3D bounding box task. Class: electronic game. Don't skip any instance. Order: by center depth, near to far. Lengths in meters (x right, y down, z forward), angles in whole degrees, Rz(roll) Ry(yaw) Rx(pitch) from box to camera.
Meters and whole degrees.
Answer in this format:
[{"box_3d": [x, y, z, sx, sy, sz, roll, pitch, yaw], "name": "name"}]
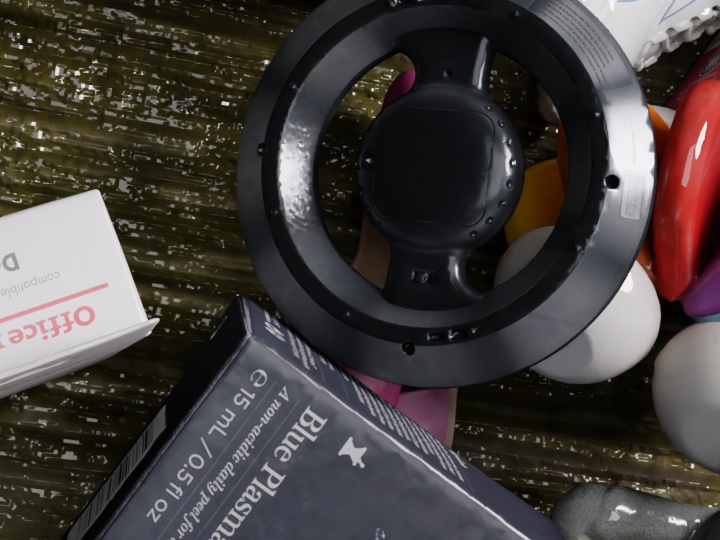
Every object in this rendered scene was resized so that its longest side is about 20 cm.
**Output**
[{"box_3d": [0.037, -0.046, 0.839, 0.199, 0.042, 0.201, -2, 84, 17], "name": "electronic game"}]

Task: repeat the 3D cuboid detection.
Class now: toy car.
[{"box_3d": [0.173, -0.016, 0.879, 0.199, 0.150, 0.175, 30, 44, 5], "name": "toy car"}]

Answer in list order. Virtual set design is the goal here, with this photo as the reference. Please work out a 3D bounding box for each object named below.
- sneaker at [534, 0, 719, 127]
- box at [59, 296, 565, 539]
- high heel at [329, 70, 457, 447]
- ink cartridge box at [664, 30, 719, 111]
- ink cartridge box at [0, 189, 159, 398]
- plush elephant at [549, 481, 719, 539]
[{"box_3d": [0.162, -0.151, 0.959, 0.087, 0.075, 0.200, 35, 76, 0], "name": "sneaker"}, {"box_3d": [-0.032, 0.152, 0.823, 0.200, 0.117, 0.197, 36, 92, -9], "name": "box"}, {"box_3d": [0.000, 0.000, 0.898, 0.096, 0.067, 0.201, 0, 86, -27], "name": "high heel"}, {"box_3d": [0.268, -0.141, 0.955, 0.086, 0.148, 0.200, 38, 73, -10], "name": "ink cartridge box"}, {"box_3d": [-0.162, 0.020, 0.782, 0.117, 0.200, 0.068, -19, 89, -18], "name": "ink cartridge box"}, {"box_3d": [0.194, 0.193, 0.874, 0.200, 0.164, 0.156, 26, 64, -38], "name": "plush elephant"}]
